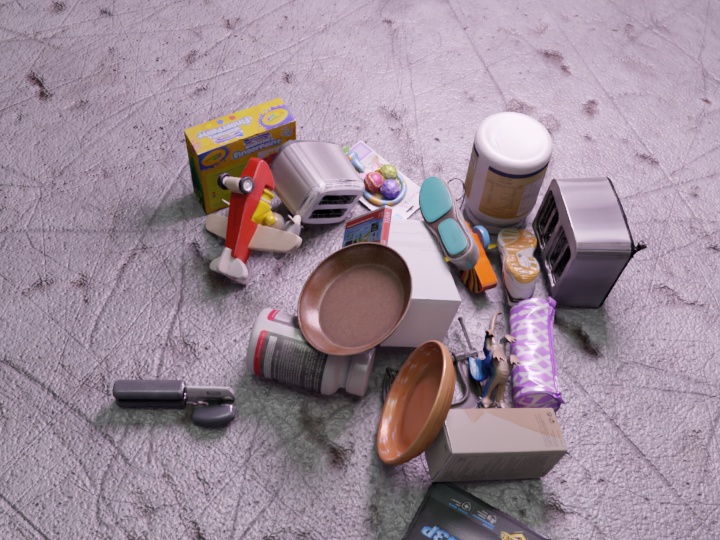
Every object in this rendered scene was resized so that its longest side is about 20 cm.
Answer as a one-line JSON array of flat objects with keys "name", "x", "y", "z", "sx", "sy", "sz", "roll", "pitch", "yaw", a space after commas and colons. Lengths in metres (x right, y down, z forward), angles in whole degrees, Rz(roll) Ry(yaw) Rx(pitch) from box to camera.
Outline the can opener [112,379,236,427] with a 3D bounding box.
[{"name": "can opener", "x": -0.298, "y": 0.213, "z": 1.341, "sx": 0.197, "sy": 0.054, "sz": 0.068, "roll": 0, "pitch": 53, "yaw": -2}]

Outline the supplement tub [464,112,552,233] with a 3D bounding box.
[{"name": "supplement tub", "x": 0.271, "y": -0.179, "z": 1.569, "sx": 0.142, "sy": 0.201, "sz": 0.146, "roll": 2, "pitch": 54, "yaw": -3}]

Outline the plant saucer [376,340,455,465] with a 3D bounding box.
[{"name": "plant saucer", "x": 0.088, "y": 0.205, "z": 1.278, "sx": 0.037, "sy": 0.200, "sz": 0.202, "roll": 26, "pitch": 53, "yaw": -14}]

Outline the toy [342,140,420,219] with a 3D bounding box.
[{"name": "toy", "x": 0.033, "y": -0.184, "z": 1.652, "sx": 0.199, "sy": 0.047, "sz": 0.115, "roll": 39, "pitch": 62, "yaw": 22}]

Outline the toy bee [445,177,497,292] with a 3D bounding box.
[{"name": "toy bee", "x": 0.193, "y": -0.052, "z": 1.549, "sx": 0.129, "sy": 0.109, "sz": 0.203, "roll": 7, "pitch": 74, "yaw": -18}]

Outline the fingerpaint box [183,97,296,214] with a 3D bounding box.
[{"name": "fingerpaint box", "x": -0.224, "y": -0.218, "z": 1.586, "sx": 0.198, "sy": 0.168, "sz": 0.074, "roll": -23, "pitch": 59, "yaw": -18}]

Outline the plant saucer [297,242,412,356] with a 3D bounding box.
[{"name": "plant saucer", "x": -0.005, "y": 0.050, "z": 1.320, "sx": 0.198, "sy": 0.037, "sz": 0.203, "roll": -13, "pitch": 55, "yaw": 18}]

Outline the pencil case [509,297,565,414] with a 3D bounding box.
[{"name": "pencil case", "x": 0.295, "y": 0.145, "z": 1.408, "sx": 0.083, "sy": 0.085, "sz": 0.202, "roll": 29, "pitch": 46, "yaw": -33}]

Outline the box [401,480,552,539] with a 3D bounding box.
[{"name": "box", "x": 0.161, "y": 0.421, "z": 1.226, "sx": 0.198, "sy": 0.046, "sz": 0.159, "roll": 27, "pitch": 56, "yaw": 16}]

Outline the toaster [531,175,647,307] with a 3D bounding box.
[{"name": "toaster", "x": 0.398, "y": -0.056, "z": 1.493, "sx": 0.117, "sy": 0.201, "sz": 0.183, "roll": -1, "pitch": 54, "yaw": -10}]

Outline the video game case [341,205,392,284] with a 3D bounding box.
[{"name": "video game case", "x": 0.000, "y": 0.000, "z": 1.426, "sx": 0.017, "sy": 0.143, "sz": 0.203, "roll": 14, "pitch": 76, "yaw": -27}]

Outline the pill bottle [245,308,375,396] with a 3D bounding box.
[{"name": "pill bottle", "x": -0.080, "y": 0.139, "z": 1.373, "sx": 0.197, "sy": 0.111, "sz": 0.112, "roll": 15, "pitch": 54, "yaw": 8}]

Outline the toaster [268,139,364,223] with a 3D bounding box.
[{"name": "toaster", "x": -0.085, "y": -0.165, "z": 1.561, "sx": 0.199, "sy": 0.114, "sz": 0.130, "roll": -5, "pitch": 50, "yaw": -52}]

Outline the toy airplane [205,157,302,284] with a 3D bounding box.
[{"name": "toy airplane", "x": -0.193, "y": -0.072, "z": 1.502, "sx": 0.140, "sy": 0.199, "sz": 0.202, "roll": 2, "pitch": 54, "yaw": -48}]

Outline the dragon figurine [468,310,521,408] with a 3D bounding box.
[{"name": "dragon figurine", "x": 0.219, "y": 0.156, "z": 1.398, "sx": 0.058, "sy": 0.100, "sz": 0.201, "roll": 13, "pitch": 36, "yaw": -15}]

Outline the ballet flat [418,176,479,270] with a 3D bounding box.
[{"name": "ballet flat", "x": 0.153, "y": -0.079, "z": 1.458, "sx": 0.067, "sy": 0.064, "sz": 0.201, "roll": -30, "pitch": 48, "yaw": 13}]

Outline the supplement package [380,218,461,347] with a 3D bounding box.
[{"name": "supplement package", "x": 0.079, "y": 0.019, "z": 1.436, "sx": 0.115, "sy": 0.118, "sz": 0.201, "roll": 4, "pitch": 43, "yaw": -18}]

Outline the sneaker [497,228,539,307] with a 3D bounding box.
[{"name": "sneaker", "x": 0.282, "y": -0.006, "z": 1.529, "sx": 0.075, "sy": 0.089, "sz": 0.201, "roll": 7, "pitch": 30, "yaw": 6}]

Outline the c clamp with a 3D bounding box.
[{"name": "c clamp", "x": 0.121, "y": 0.183, "z": 1.412, "sx": 0.198, "sy": 0.027, "sz": 0.172, "roll": -17, "pitch": 62, "yaw": -17}]

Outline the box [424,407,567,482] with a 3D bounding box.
[{"name": "box", "x": 0.204, "y": 0.267, "z": 1.284, "sx": 0.197, "sy": 0.095, "sz": 0.078, "roll": 4, "pitch": 49, "yaw": -20}]
